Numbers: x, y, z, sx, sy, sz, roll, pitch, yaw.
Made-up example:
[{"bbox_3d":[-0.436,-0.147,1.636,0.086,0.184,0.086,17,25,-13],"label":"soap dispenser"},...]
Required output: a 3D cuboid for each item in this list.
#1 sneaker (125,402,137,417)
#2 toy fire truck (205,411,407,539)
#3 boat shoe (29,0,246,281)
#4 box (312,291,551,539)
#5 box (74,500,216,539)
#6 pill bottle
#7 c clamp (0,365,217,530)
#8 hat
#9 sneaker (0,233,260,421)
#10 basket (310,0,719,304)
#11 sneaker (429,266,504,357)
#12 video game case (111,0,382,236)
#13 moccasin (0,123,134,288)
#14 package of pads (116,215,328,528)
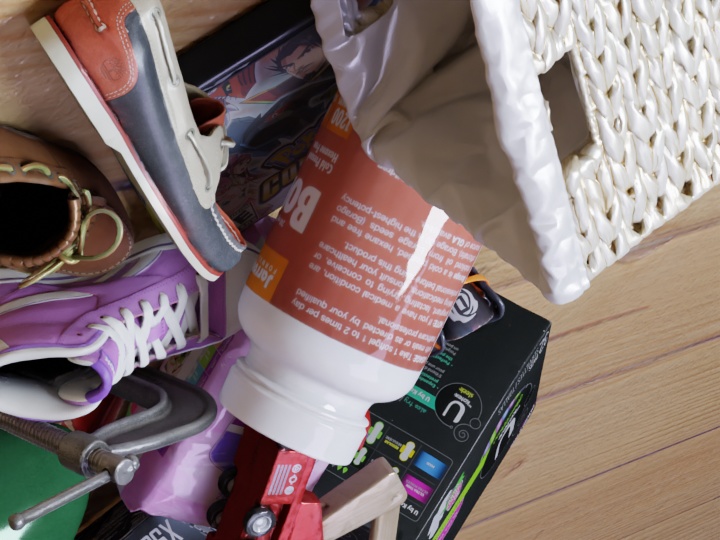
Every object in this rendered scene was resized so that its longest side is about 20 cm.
[{"bbox_3d":[-0.079,0.078,1.408,0.200,0.077,0.084,-40,153,15],"label":"sneaker"},{"bbox_3d":[-0.021,0.150,1.302,0.140,0.049,0.201,4,119,-33],"label":"toy fire truck"},{"bbox_3d":[-0.097,-0.070,1.056,0.062,0.071,0.201,-35,137,-6],"label":"boat shoe"},{"bbox_3d":[0.032,0.115,1.476,0.201,0.124,0.149,-57,166,-23],"label":"box"},{"bbox_3d":[-0.157,0.194,1.478,0.199,0.050,0.158,-39,-174,9],"label":"box"},{"bbox_3d":[0.000,0.000,1.162,0.112,0.112,0.201,18,99,-62],"label":"pill bottle"},{"bbox_3d":[-0.173,0.076,1.162,0.170,0.199,0.027,-17,116,-38],"label":"c clamp"},{"bbox_3d":[-0.165,0.129,1.242,0.174,0.202,0.166,-13,174,-10],"label":"hat"},{"bbox_3d":[-0.129,0.040,1.157,0.199,0.114,0.073,-13,117,-20],"label":"sneaker"},{"bbox_3d":[0.080,-0.134,0.986,0.160,0.200,0.199,-32,131,-15],"label":"basket"},{"bbox_3d":[0.054,-0.019,1.348,0.077,0.112,0.201,-27,156,-17],"label":"sneaker"},{"bbox_3d":[-0.041,-0.095,1.181,0.199,0.026,0.181,-32,157,-5],"label":"video game case"},{"bbox_3d":[-0.169,-0.030,1.065,0.073,0.078,0.201,-35,158,3],"label":"moccasin"},{"bbox_3d":[-0.060,0.073,1.309,0.120,0.076,0.201,17,113,-37],"label":"package of pads"}]
